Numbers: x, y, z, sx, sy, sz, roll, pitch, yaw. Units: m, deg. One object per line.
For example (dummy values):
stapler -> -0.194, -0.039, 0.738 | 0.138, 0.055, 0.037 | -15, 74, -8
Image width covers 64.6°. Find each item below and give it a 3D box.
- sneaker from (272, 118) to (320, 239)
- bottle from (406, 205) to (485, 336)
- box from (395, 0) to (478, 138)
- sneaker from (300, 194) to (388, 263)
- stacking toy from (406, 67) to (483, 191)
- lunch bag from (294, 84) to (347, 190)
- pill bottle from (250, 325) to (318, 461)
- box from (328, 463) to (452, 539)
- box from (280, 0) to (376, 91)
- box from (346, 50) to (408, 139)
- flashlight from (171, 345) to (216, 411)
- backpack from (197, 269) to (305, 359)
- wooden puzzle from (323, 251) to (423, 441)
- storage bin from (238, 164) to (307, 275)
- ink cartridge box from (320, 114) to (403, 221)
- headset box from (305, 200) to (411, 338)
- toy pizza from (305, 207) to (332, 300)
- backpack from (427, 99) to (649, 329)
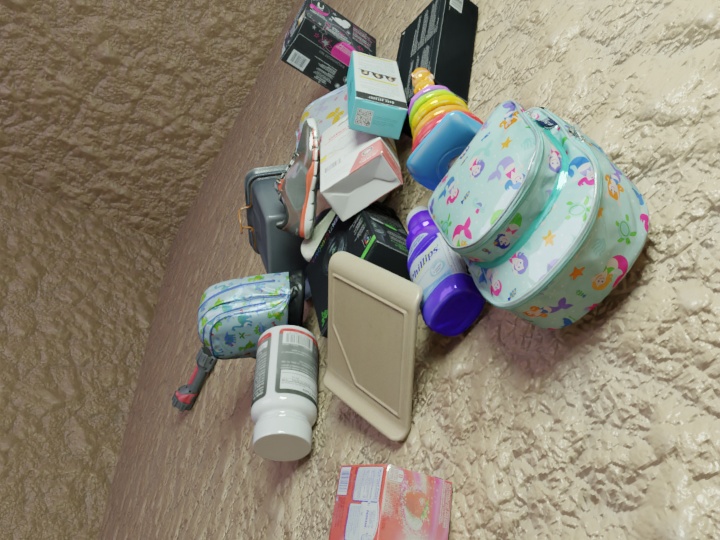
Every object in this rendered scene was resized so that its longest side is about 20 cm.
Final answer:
sneaker -> -0.111, -0.159, 0.978 | 0.077, 0.079, 0.206 | -77, -6, -83
bottle -> 0.100, -0.011, 0.740 | 0.084, 0.064, 0.202 | -53, 28, 29
box -> 0.120, -0.347, 0.962 | 0.140, 0.078, 0.205 | -23, 50, 54
sneaker -> -0.017, -0.077, 1.037 | 0.199, 0.085, 0.075 | -42, 46, 0
stacking toy -> 0.105, -0.217, 0.797 | 0.110, 0.114, 0.204 | -44, 46, 34
lunch bag -> -0.037, -0.250, 1.092 | 0.195, 0.128, 0.173 | -17, 48, 20
pill bottle -> -0.127, 0.206, 0.967 | 0.114, 0.112, 0.203 | -46, 32, 37
box -> 0.024, 0.315, 0.592 | 0.102, 0.093, 0.205 | -29, 45, 53
box -> -0.075, -0.528, 1.361 | 0.132, 0.197, 0.117 | -41, 33, 41
box -> 0.022, -0.281, 0.899 | 0.203, 0.080, 0.050 | -92, 16, -51
flashlight -> -0.485, 0.313, 1.661 | 0.203, 0.066, 0.068 | -62, 22, 15
backpack -> -0.206, 0.086, 1.064 | 0.156, 0.194, 0.166 | -88, 7, -45
wooden puzzle -> 0.014, 0.094, 0.761 | 0.183, 0.037, 0.206 | 25, 115, 49
storage bin -> -0.166, -0.083, 1.131 | 0.136, 0.141, 0.204 | -115, 22, -47
ink cartridge box -> -0.003, -0.185, 0.917 | 0.115, 0.068, 0.203 | -29, 36, 19
headset box -> 0.000, 0.000, 0.902 | 0.176, 0.091, 0.202 | -57, 27, 22
toy pizza -> -0.085, -0.031, 1.172 | 0.200, 0.031, 0.204 | -47, 32, 41
backpack -> 0.168, -0.053, 0.556 | 0.179, 0.148, 0.202 | -52, 33, 26
